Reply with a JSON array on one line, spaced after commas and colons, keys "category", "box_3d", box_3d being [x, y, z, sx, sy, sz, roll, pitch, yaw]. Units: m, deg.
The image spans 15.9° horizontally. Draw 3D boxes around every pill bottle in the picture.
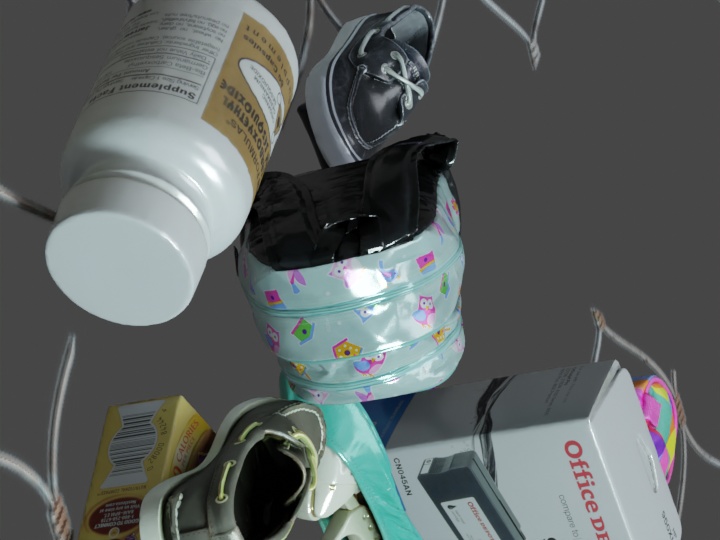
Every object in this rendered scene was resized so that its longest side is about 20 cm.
[{"category": "pill bottle", "box_3d": [-0.113, -0.068, 1.515, 0.114, 0.114, 0.200, 59, 33, -34]}]

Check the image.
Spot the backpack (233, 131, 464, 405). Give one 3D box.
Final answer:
[{"category": "backpack", "box_3d": [0.000, 0.000, 1.604, 0.200, 0.166, 0.127, -98, 169, -73]}]

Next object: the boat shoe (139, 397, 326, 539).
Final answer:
[{"category": "boat shoe", "box_3d": [-0.058, 0.122, 1.489, 0.202, 0.060, 0.072, -39, 115, -62]}]

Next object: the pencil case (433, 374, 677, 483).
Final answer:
[{"category": "pencil case", "box_3d": [0.123, 0.118, 1.830, 0.088, 0.199, 0.089, -4, 90, -70]}]

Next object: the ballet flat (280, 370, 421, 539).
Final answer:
[{"category": "ballet flat", "box_3d": [-0.009, 0.155, 1.682, 0.070, 0.067, 0.200, -47, 121, -39]}]

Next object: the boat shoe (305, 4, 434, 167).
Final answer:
[{"category": "boat shoe", "box_3d": [0.014, -0.132, 1.814, 0.072, 0.068, 0.200, 60, 24, -19]}]

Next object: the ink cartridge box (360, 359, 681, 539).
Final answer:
[{"category": "ink cartridge box", "box_3d": [0.099, 0.154, 1.753, 0.145, 0.200, 0.084, 68, 28, -20]}]

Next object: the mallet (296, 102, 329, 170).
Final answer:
[{"category": "mallet", "box_3d": [0.002, -0.027, 1.821, 0.066, 0.041, 0.201, -28, 101, -63]}]

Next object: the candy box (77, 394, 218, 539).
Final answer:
[{"category": "candy box", "box_3d": [-0.115, 0.187, 1.481, 0.117, 0.056, 0.200, 53, 35, -43]}]
